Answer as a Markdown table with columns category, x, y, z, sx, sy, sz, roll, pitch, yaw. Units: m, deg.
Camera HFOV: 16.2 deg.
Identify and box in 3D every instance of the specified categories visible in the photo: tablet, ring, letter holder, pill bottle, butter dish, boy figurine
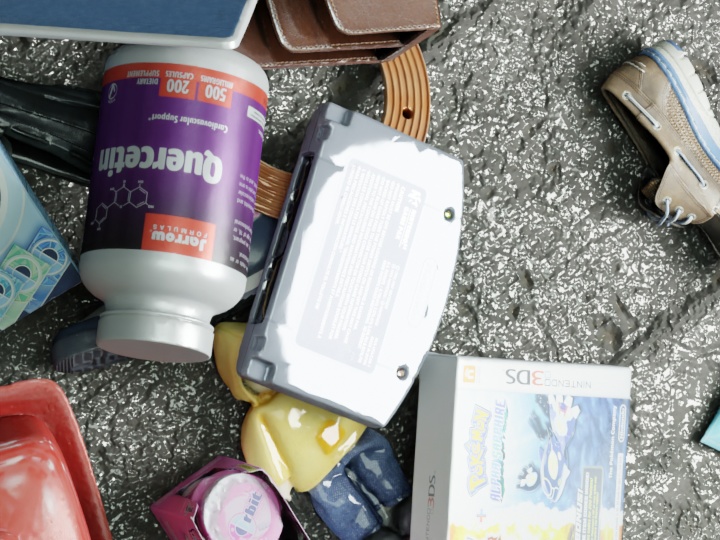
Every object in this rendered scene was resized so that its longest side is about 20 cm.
| category | x | y | z | sx | sy | sz | roll | pitch | yaw |
| --- | --- | --- | --- | --- | --- | --- | --- | --- | --- |
| tablet | -0.170 | -0.179 | 1.682 | 0.198 | 0.130 | 0.014 | 5 | 118 | 5 |
| ring | -0.044 | -0.129 | 1.792 | 0.199 | 0.019 | 0.202 | 5 | 75 | -21 |
| letter holder | -0.038 | -0.249 | 1.753 | 0.141 | 0.100 | 0.202 | -6 | 83 | -21 |
| pill bottle | -0.125 | -0.045 | 1.674 | 0.112 | 0.112 | 0.202 | 10 | 77 | -19 |
| butter dish | -0.250 | 0.189 | 1.666 | 0.198 | 0.148 | 0.202 | -17 | 95 | -19 |
| boy figurine | -0.029 | 0.109 | 1.789 | 0.124 | 0.064 | 0.201 | -39 | 105 | -13 |

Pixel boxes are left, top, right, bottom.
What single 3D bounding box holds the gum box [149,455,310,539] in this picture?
| category | x | y | z | sx | sy | sz | roll | pitch | yaw |
| --- | --- | --- | --- | --- | --- | --- | --- | --- | --- |
| gum box | -0.061 | 0.222 | 1.749 | 0.066 | 0.113 | 0.201 | -35 | 100 | -16 |

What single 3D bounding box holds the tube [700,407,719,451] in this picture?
| category | x | y | z | sx | sy | sz | roll | pitch | yaw |
| --- | --- | --- | --- | --- | --- | --- | --- | --- | --- |
| tube | 0.332 | 0.056 | 1.927 | 0.077 | 0.050 | 0.201 | 26 | 86 | -13 |

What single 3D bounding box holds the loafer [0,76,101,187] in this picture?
| category | x | y | z | sx | sy | sz | roll | pitch | yaw |
| --- | --- | --- | --- | --- | --- | --- | --- | --- | --- |
| loafer | -0.250 | -0.096 | 1.711 | 0.199 | 0.068 | 0.071 | 10 | 77 | -22 |

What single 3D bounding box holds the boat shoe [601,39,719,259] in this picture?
| category | x | y | z | sx | sy | sz | roll | pitch | yaw |
| --- | --- | --- | --- | --- | --- | --- | --- | --- | --- |
| boat shoe | 0.242 | -0.067 | 1.887 | 0.072 | 0.072 | 0.201 | -27 | 88 | -12 |

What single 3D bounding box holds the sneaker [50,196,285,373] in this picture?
| category | x | y | z | sx | sy | sz | roll | pitch | yaw |
| --- | --- | --- | --- | --- | --- | --- | --- | --- | --- |
| sneaker | -0.136 | 0.005 | 1.759 | 0.199 | 0.070 | 0.082 | -24 | 81 | -23 |

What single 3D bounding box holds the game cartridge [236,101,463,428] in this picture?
| category | x | y | z | sx | sy | sz | roll | pitch | yaw |
| --- | --- | --- | --- | --- | --- | --- | --- | --- | --- |
| game cartridge | 0.000 | 0.000 | 1.756 | 0.132 | 0.041 | 0.201 | 22 | 78 | -23 |

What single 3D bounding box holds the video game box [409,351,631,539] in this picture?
| category | x | y | z | sx | sy | sz | roll | pitch | yaw |
| --- | --- | --- | --- | --- | --- | --- | --- | --- | --- |
| video game box | 0.115 | 0.163 | 1.817 | 0.181 | 0.047 | 0.202 | 4 | 88 | -39 |

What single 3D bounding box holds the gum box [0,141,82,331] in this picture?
| category | x | y | z | sx | sy | sz | roll | pitch | yaw |
| --- | --- | --- | --- | --- | --- | --- | --- | --- | --- |
| gum box | -0.306 | -0.035 | 1.665 | 0.169 | 0.045 | 0.201 | -32 | 108 | 0 |
